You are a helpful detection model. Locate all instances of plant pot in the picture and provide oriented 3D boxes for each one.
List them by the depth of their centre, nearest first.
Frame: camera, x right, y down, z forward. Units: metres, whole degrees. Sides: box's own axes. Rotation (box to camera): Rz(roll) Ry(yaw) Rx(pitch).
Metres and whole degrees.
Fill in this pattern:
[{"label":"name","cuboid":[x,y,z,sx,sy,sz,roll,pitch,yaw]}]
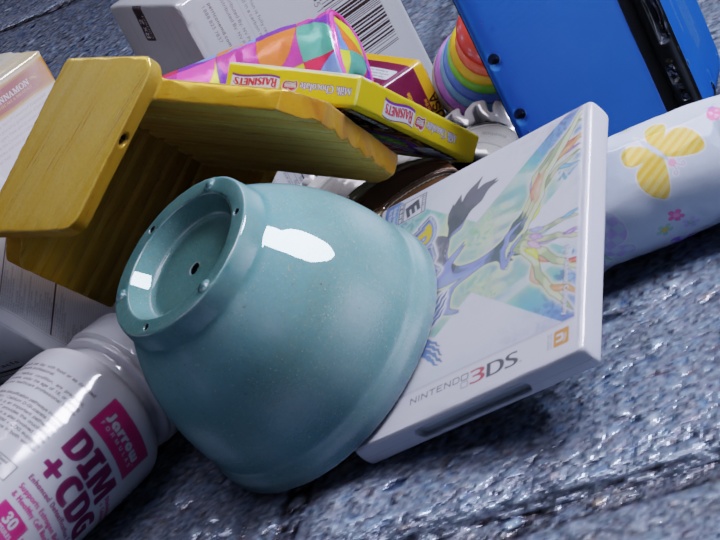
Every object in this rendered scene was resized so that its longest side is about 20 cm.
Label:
[{"label":"plant pot","cuboid":[-0.069,0.023,1.283,0.200,0.134,0.200,-33,37,29]}]

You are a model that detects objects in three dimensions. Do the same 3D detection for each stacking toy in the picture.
[{"label":"stacking toy","cuboid":[0.098,-0.166,1.552,0.085,0.085,0.200,-28,-5,0]}]

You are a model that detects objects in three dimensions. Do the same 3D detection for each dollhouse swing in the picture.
[{"label":"dollhouse swing","cuboid":[-0.104,-0.042,1.365,0.176,0.200,0.182,24,87,26]}]

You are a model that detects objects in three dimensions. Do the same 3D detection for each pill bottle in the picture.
[{"label":"pill bottle","cuboid":[-0.208,0.123,1.342,0.113,0.113,0.200,-1,35,47]}]

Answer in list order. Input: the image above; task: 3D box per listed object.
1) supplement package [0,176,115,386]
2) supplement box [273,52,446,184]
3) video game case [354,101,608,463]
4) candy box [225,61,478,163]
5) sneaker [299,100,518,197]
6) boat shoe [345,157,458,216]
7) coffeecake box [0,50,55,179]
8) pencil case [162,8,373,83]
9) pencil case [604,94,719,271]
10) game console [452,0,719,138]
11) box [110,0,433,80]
[{"label":"supplement package","cuboid":[-0.254,0.023,1.460,0.110,0.200,0.114,-15,59,29]},{"label":"supplement box","cuboid":[-0.036,-0.089,1.635,0.200,0.086,0.110,-37,25,-21]},{"label":"video game case","cuboid":[0.076,0.007,1.258,0.182,0.022,0.200,-27,39,35]},{"label":"candy box","cuboid":[-0.002,-0.109,1.407,0.102,0.026,0.200,11,-3,27]},{"label":"sneaker","cuboid":[0.034,-0.062,1.528,0.200,0.075,0.081,-24,32,11]},{"label":"boat shoe","cuboid":[0.000,0.000,1.437,0.200,0.076,0.074,-39,29,-6]},{"label":"coffeecake box","cuboid":[-0.300,-0.064,1.728,0.154,0.200,0.073,-42,26,-30]},{"label":"pencil case","cuboid":[-0.089,-0.132,1.574,0.200,0.088,0.088,-22,23,17]},{"label":"pencil case","cuboid":[0.205,-0.059,1.308,0.200,0.091,0.083,-23,63,14]},{"label":"game console","cuboid":[0.167,-0.180,1.454,0.118,0.200,0.171,-16,25,24]},{"label":"box","cuboid":[-0.073,-0.198,1.760,0.200,0.199,0.131,-38,24,-23]}]
